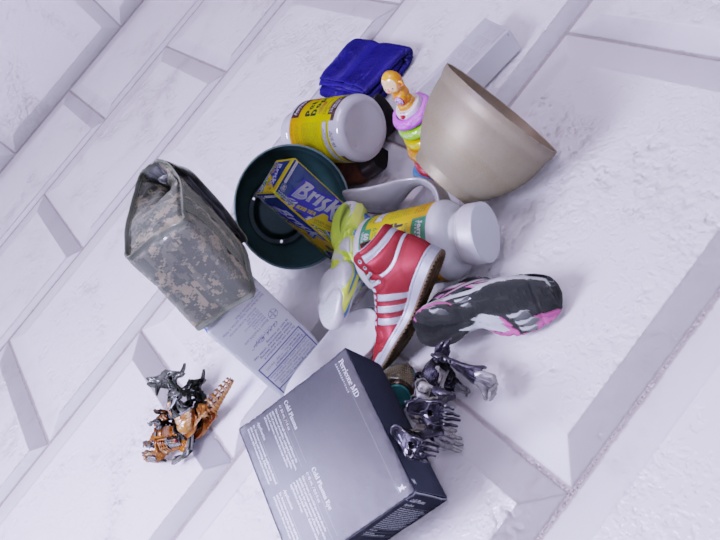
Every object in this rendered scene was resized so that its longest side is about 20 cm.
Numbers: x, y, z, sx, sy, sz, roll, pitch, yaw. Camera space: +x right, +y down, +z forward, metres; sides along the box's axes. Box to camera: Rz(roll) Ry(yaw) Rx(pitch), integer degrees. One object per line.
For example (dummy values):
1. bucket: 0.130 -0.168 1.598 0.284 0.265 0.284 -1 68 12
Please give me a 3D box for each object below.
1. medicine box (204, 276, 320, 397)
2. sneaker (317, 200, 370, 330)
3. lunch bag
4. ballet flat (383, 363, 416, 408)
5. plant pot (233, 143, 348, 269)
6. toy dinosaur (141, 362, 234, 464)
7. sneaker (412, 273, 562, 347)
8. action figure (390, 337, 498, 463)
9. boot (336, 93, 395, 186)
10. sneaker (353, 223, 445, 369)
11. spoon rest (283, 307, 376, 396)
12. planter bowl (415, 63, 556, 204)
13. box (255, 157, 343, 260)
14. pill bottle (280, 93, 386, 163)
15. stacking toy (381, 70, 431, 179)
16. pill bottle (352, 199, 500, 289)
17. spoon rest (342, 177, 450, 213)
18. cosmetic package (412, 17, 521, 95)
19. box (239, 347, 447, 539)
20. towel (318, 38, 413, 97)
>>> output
1. medicine box: -0.170 0.075 1.262 0.103 0.200 0.182 -45 37 -6
2. sneaker: 0.000 0.000 1.249 0.075 0.104 0.205 -11 63 52
3. lunch bag: -0.236 -0.050 1.139 0.116 0.165 0.202 -30 38 8
4. ballet flat: -0.006 0.184 1.130 0.197 0.068 0.076 -29 20 19
5. plant pot: -0.127 -0.105 1.405 0.202 0.199 0.134 -54 14 -9
6. toy dinosaur: -0.282 0.236 1.348 0.197 0.103 0.137 -24 56 1
7. sneaker: 0.165 0.034 1.074 0.196 0.082 0.087 -9 25 25
8. action figure: 0.103 0.162 1.003 0.121 0.101 0.200 -66 -9 20
9. boot: -0.026 -0.213 1.505 0.198 0.068 0.192 -24 50 39
10. sneaker: 0.032 0.033 1.126 0.111 0.071 0.203 30 116 15
11. spoon rest: -0.043 0.136 1.201 0.201 0.060 0.099 -51 38 -1
12. planter bowl: 0.163 -0.178 1.177 0.136 0.198 0.201 -52 35 19
13. box: -0.066 -0.087 1.296 0.064 0.199 0.071 4 59 55
14. pill bottle: -0.053 -0.239 1.406 0.198 0.109 0.111 7 63 52
15. stacking toy: 0.093 -0.233 1.270 0.115 0.200 0.111 12 65 47
16. pill bottle: 0.094 -0.037 1.171 0.197 0.113 0.115 -10 51 38
17. spoon rest: 0.058 -0.117 1.293 0.197 0.098 0.062 10 94 39
18. cosmetic package: 0.173 -0.329 1.397 0.200 0.051 0.083 -46 36 4
19. box: -0.024 0.237 1.012 0.181 0.104 0.202 -37 60 15
20. towel: 0.004 -0.396 1.623 0.149 0.049 0.199 -54 38 -6
